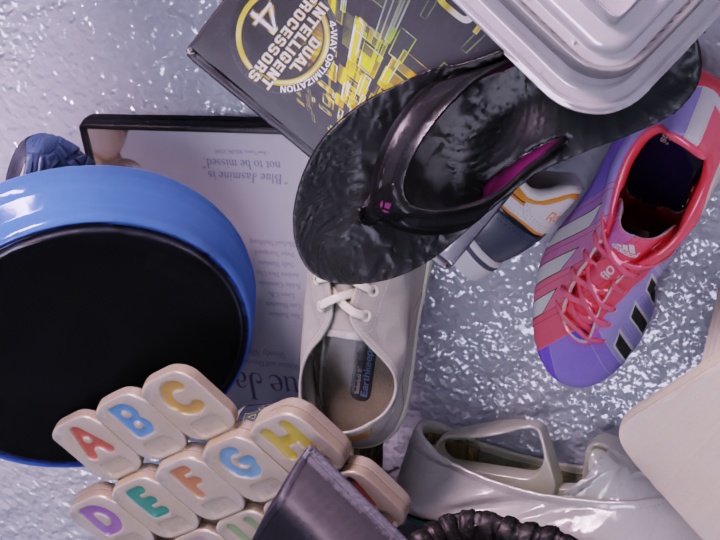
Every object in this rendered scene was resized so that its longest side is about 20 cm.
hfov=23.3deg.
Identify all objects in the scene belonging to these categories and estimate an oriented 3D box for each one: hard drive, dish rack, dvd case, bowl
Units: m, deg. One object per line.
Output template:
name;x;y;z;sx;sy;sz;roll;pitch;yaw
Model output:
hard drive;-0.015;0.197;0.937;0.135;0.042;0.201;43;143;21
dish rack;0.087;-0.186;0.731;0.200;0.172;0.044;44;167;3
dvd case;-0.079;0.004;1.012;0.141;0.018;0.202;3;121;20
bowl;-0.153;0.032;0.958;0.199;0.040;0.202;-9;133;-10

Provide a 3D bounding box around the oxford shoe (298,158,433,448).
oxford shoe;0.000;0.000;0.925;0.074;0.058;0.202;7;100;20

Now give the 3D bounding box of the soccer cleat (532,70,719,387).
soccer cleat;0.131;-0.011;0.878;0.066;0.077;0.201;27;126;5

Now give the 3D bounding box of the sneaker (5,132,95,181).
sneaker;-0.194;0.003;1.019;0.085;0.077;0.201;30;134;30

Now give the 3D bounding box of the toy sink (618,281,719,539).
toy sink;0.244;0.048;0.846;0.200;0.112;0.130;-38;100;30

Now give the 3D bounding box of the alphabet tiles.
alphabet tiles;-0.071;0.133;0.975;0.199;0.015;0.196;-25;120;38

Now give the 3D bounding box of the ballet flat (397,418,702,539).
ballet flat;0.113;0.119;0.979;0.198;0.070;0.070;6;122;21

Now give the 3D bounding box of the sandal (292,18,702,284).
sandal;0.053;-0.060;0.756;0.199;0.048;0.076;-31;95;9

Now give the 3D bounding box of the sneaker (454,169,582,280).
sneaker;0.036;-0.099;0.866;0.079;0.078;0.201;-32;97;20

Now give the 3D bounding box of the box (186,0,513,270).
box;0.041;-0.128;0.798;0.161;0.049;0.200;40;101;-1

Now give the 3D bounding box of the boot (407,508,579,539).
boot;0.118;0.205;0.968;0.209;0.080;0.159;-6;124;-15

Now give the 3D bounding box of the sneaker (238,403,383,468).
sneaker;-0.037;0.154;1.048;0.089;0.067;0.202;12;130;13
